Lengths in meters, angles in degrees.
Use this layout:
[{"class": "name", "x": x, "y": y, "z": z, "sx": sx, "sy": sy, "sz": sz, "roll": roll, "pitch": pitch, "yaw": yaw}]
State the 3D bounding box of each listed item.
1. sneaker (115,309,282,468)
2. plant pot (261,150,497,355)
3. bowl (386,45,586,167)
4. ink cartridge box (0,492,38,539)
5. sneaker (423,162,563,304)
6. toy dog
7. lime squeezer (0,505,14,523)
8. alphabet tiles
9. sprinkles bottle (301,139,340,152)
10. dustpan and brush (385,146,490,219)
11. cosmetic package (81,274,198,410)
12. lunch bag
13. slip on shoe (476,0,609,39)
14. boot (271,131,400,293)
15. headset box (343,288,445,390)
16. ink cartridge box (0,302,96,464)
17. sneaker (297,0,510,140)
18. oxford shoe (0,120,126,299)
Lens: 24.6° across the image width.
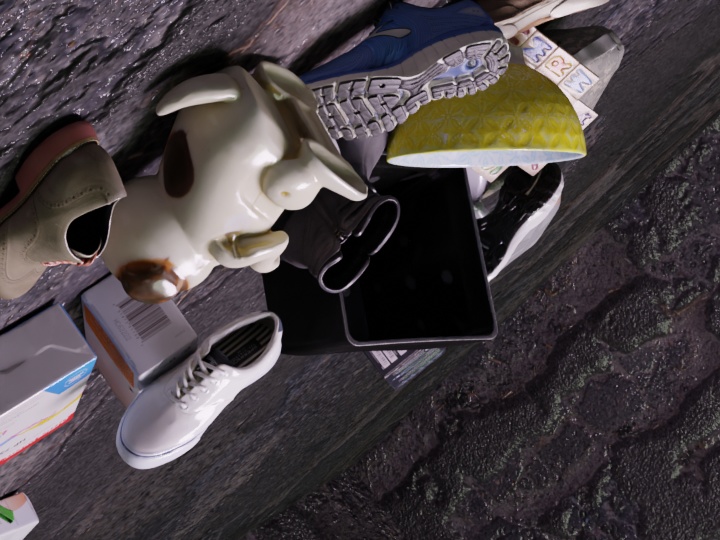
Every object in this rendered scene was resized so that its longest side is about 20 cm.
[{"class": "sneaker", "x": -0.151, "y": 0.102, "z": 1.542, "sx": 0.200, "sy": 0.073, "sz": 0.071, "roll": -43, "pitch": 164, "yaw": -30}, {"class": "plant pot", "x": 0.000, "y": 0.000, "z": 1.731, "sx": 0.198, "sy": 0.203, "sz": 0.177, "roll": -1, "pitch": 164, "yaw": -37}, {"class": "bowl", "x": 0.122, "y": -0.163, "z": 1.626, "sx": 0.197, "sy": 0.109, "sz": 0.200, "roll": -1, "pitch": 180, "yaw": 0}, {"class": "ink cartridge box", "x": -0.505, "y": 0.350, "z": 1.987, "sx": 0.199, "sy": 0.050, "sz": 0.162, "roll": -12, "pitch": 153, "yaw": -50}, {"class": "sneaker", "x": 0.152, "y": -0.031, "z": 1.804, "sx": 0.200, "sy": 0.074, "sz": 0.080, "roll": -44, "pitch": 151, "yaw": -10}, {"class": "toy dog", "x": -0.122, "y": -0.057, "z": 1.321, "sx": 0.200, "sy": 0.140, "sz": 0.193, "roll": -42, "pitch": 156, "yaw": 18}, {"class": "lime squeezer", "x": -0.426, "y": 0.201, "z": 1.565, "sx": 0.198, "sy": 0.072, "sz": 0.038, "roll": 10, "pitch": 161, "yaw": -36}, {"class": "alphabet tiles", "x": 0.147, "y": -0.176, "z": 1.712, "sx": 0.199, "sy": 0.006, "sz": 0.166, "roll": 30, "pitch": 119, "yaw": -32}, {"class": "sprinkles bottle", "x": -0.111, "y": -0.068, "z": 1.484, "sx": 0.199, "sy": 0.068, "sz": 0.068, "roll": -34, "pitch": 169, "yaw": -21}, {"class": "dustpan and brush", "x": 0.107, "y": -0.089, "z": 1.830, "sx": 0.138, "sy": 0.201, "sz": 0.057, "roll": -24, "pitch": -153, "yaw": 26}, {"class": "cosmetic package", "x": -0.218, "y": 0.074, "z": 1.629, "sx": 0.071, "sy": 0.102, "sz": 0.200, "roll": -34, "pitch": 168, "yaw": -17}, {"class": "lunch bag", "x": 0.190, "y": -0.191, "z": 1.850, "sx": 0.163, "sy": 0.118, "sz": 0.200, "roll": -34, "pitch": 173, "yaw": -38}, {"class": "slip on shoe", "x": 0.149, "y": -0.263, "z": 1.594, "sx": 0.198, "sy": 0.061, "sz": 0.076, "roll": -20, "pitch": -164, "yaw": -12}, {"class": "boot", "x": 0.002, "y": -0.077, "z": 1.545, "sx": 0.131, "sy": 0.069, "sz": 0.202, "roll": 25, "pitch": -93, "yaw": 56}, {"class": "headset box", "x": 0.023, "y": 0.055, "z": 2.154, "sx": 0.092, "sy": 0.175, "sz": 0.200, "roll": -37, "pitch": 169, "yaw": -1}, {"class": "ink cartridge box", "x": -0.325, "y": 0.121, "z": 1.552, "sx": 0.116, "sy": 0.067, "sz": 0.200, "roll": -33, "pitch": 168, "yaw": -29}, {"class": "sneaker", "x": 0.027, "y": -0.181, "z": 1.443, "sx": 0.198, "sy": 0.090, "sz": 0.079, "roll": -18, "pitch": 142, "yaw": 0}, {"class": "oxford shoe", "x": -0.233, "y": -0.024, "z": 1.236, "sx": 0.070, "sy": 0.075, "sz": 0.200, "roll": -30, "pitch": 167, "yaw": -39}]
